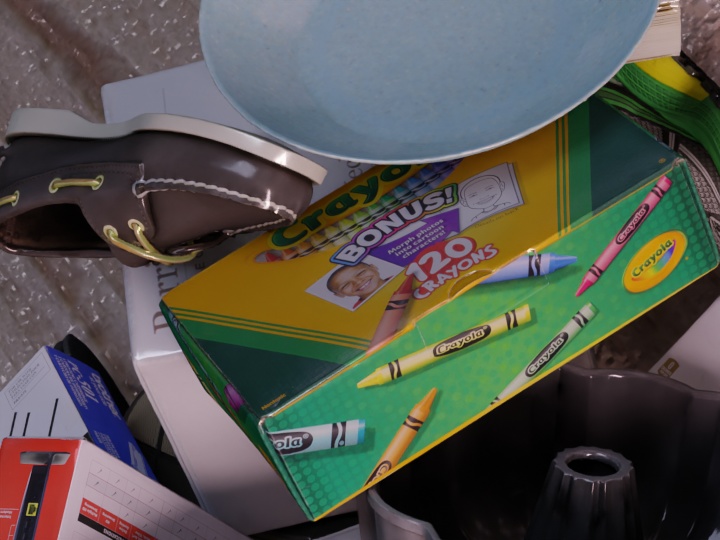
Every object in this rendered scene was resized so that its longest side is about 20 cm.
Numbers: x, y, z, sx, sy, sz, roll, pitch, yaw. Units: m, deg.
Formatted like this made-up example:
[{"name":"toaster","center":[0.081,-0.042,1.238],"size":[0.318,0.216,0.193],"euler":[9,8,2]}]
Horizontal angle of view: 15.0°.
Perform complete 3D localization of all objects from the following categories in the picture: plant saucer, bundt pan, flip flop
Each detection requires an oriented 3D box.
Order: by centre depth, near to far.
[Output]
[{"name":"bundt pan","center":[0.093,0.112,1.118],"size":[0.201,0.201,0.076],"euler":[24,120,42]},{"name":"plant saucer","center":[0.032,-0.109,1.154],"size":[0.200,0.039,0.202],"euler":[-8,49,9]},{"name":"flip flop","center":[-0.036,0.109,1.356],"size":[0.199,0.058,0.081],"euler":[16,64,24]}]

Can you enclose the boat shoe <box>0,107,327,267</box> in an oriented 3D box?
[{"name":"boat shoe","center":[-0.091,-0.030,1.165],"size":[0.201,0.072,0.061],"euler":[5,72,51]}]

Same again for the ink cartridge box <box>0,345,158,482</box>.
[{"name":"ink cartridge box","center":[-0.190,0.141,1.338],"size":[0.200,0.044,0.094],"euler":[-46,46,13]}]

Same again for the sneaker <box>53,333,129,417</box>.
[{"name":"sneaker","center":[-0.158,0.114,1.404],"size":[0.088,0.074,0.200],"euler":[-30,36,13]}]

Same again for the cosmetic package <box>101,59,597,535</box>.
[{"name":"cosmetic package","center":[0.000,0.000,1.284],"size":[0.199,0.167,0.168],"euler":[-13,54,5]}]

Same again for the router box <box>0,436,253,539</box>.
[{"name":"router box","center":[-0.107,0.193,1.240],"size":[0.049,0.200,0.180],"euler":[-2,65,33]}]

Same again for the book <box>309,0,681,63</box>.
[{"name":"book","center":[0.036,-0.149,1.234],"size":[0.199,0.048,0.134],"euler":[-10,64,2]}]

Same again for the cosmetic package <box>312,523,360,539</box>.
[{"name":"cosmetic package","center":[0.005,0.231,1.128],"size":[0.200,0.164,0.166],"euler":[26,119,42]}]

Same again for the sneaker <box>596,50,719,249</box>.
[{"name":"sneaker","center":[0.156,-0.044,1.311],"size":[0.085,0.078,0.200],"euler":[-47,37,10]}]

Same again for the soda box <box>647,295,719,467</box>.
[{"name":"soda box","center":[0.211,0.092,1.183],"size":[0.068,0.064,0.200],"euler":[-47,47,1]}]

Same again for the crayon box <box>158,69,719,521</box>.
[{"name":"crayon box","center":[0.031,0.005,1.112],"size":[0.199,0.058,0.119],"euler":[-32,32,-9]}]
